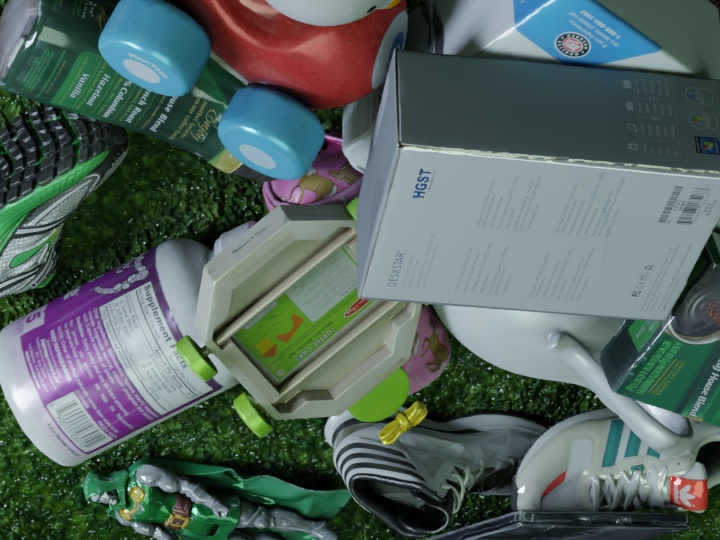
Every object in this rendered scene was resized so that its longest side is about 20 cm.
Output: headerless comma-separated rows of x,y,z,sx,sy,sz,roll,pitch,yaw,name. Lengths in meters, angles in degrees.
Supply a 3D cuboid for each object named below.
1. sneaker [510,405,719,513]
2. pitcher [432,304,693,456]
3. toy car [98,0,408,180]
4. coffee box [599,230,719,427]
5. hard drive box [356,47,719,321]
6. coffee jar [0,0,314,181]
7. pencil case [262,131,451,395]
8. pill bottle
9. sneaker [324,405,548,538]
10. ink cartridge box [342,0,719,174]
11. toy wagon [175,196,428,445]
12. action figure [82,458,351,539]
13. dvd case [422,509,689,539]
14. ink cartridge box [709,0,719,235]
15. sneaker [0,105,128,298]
0.211,0.149,1.469,0.200,0.093,0.070,-17,123,-25,sneaker
0.146,0.039,1.360,0.200,0.172,0.121,34,108,-30,pitcher
-0.018,-0.171,1.109,0.177,0.200,0.185,36,71,-25,toy car
0.274,0.054,1.293,0.200,0.044,0.123,20,123,-25,coffee box
0.106,-0.047,1.175,0.200,0.077,0.156,5,145,-8,hard drive box
-0.123,-0.130,1.228,0.200,0.104,0.085,20,130,-22,coffee jar
0.000,0.000,1.362,0.086,0.083,0.200,-18,127,4,pencil case
-0.142,0.046,1.353,0.200,0.112,0.112,-27,127,9,pill bottle
0.074,0.165,1.478,0.200,0.115,0.076,9,124,-17,sneaker
0.106,-0.117,1.217,0.145,0.084,0.200,28,135,-33,ink cartridge box
-0.024,0.044,1.303,0.155,0.040,0.200,-39,129,2,toy wagon
-0.119,0.189,1.505,0.200,0.055,0.118,17,125,-17,action figure
0.132,0.207,1.496,0.148,0.016,0.200,4,163,-27,dvd case
0.269,-0.074,1.314,0.144,0.145,0.200,18,121,-22,ink cartridge box
-0.223,-0.039,1.307,0.200,0.078,0.085,-36,132,27,sneaker
